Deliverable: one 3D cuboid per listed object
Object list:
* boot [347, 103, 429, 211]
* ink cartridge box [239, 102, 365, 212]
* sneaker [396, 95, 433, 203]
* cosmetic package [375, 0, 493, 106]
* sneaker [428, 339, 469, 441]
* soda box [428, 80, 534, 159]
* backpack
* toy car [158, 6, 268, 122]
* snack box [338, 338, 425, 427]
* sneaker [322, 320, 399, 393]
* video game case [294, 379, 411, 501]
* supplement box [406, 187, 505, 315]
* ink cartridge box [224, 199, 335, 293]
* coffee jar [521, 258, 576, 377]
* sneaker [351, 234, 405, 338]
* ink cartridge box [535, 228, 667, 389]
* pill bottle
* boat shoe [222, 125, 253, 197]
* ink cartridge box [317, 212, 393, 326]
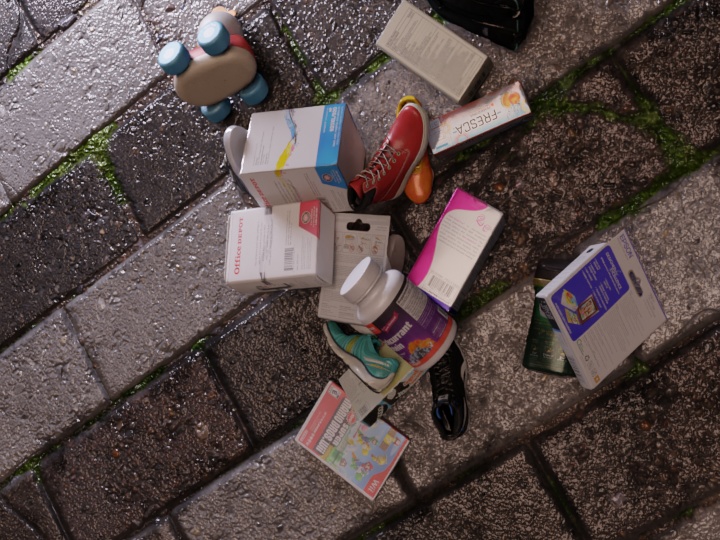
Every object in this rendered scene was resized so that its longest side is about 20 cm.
[{"bbox_3d":[0.045,-0.200,1.556,0.072,0.143,0.203,38,127,23],"label":"boot"},{"bbox_3d":[-0.107,-0.207,1.638,0.195,0.148,0.148,-3,60,17],"label":"ink cartridge box"},{"bbox_3d":[0.094,-0.228,1.637,0.071,0.077,0.205,-9,88,15],"label":"sneaker"},{"bbox_3d":[0.140,-0.403,1.618,0.199,0.087,0.104,39,101,13],"label":"cosmetic package"},{"bbox_3d":[0.160,0.211,1.593,0.071,0.112,0.205,-13,86,15],"label":"sneaker"},{"bbox_3d":[0.218,-0.276,1.602,0.196,0.068,0.065,-21,84,16],"label":"soda box"},{"bbox_3d":[0.217,-0.513,1.553,0.196,0.176,0.156,19,78,17],"label":"backpack"},{"bbox_3d":[-0.295,-0.445,1.735,0.174,0.185,0.204,-21,55,16],"label":"toy car"},{"bbox_3d":[0.054,0.184,1.636,0.200,0.037,0.117,-46,43,12],"label":"snack box"},{"bbox_3d":[0.000,0.153,1.635,0.080,0.078,0.199,-46,49,-6],"label":"sneaker"},{"bbox_3d":[-0.017,0.332,1.695,0.198,0.017,0.145,34,99,14],"label":"video game case"},{"bbox_3d":[0.176,-0.033,1.584,0.100,0.103,0.203,30,91,15],"label":"supplement box"},{"bbox_3d":[-0.152,-0.042,1.634,0.195,0.085,0.149,-5,72,22],"label":"ink cartridge box"},{"bbox_3d":[0.353,0.083,1.548,0.102,0.085,0.205,9,93,28],"label":"coffee jar"},{"bbox_3d":[0.022,0.021,1.663,0.087,0.075,0.205,20,97,28],"label":"sneaker"},{"bbox_3d":[0.419,0.065,1.493,0.199,0.043,0.201,-37,109,-16],"label":"ink cartridge box"},{"bbox_3d":[0.064,0.072,1.505,0.199,0.112,0.112,40,101,-12],"label":"pill bottle"},{"bbox_3d":[-0.236,-0.211,1.684,0.066,0.201,0.073,15,68,22],"label":"boat shoe"},{"bbox_3d":[0.000,0.000,1.624,0.160,0.056,0.205,6,85,42],"label":"ink cartridge box"}]
